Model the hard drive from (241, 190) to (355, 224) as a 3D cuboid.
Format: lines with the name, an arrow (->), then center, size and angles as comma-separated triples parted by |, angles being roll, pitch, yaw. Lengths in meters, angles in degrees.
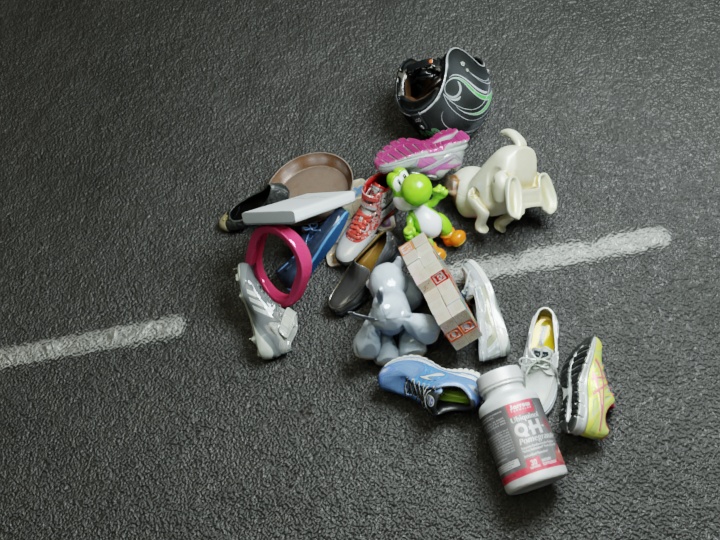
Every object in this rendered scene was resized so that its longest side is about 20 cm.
hard drive -> -0.118, -0.124, 1.626 | 0.131, 0.199, 0.027 | 1, 105, 35

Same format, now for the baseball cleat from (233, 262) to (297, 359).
baseball cleat -> -0.182, 0.072, 1.645 | 0.105, 0.070, 0.202 | -17, 85, 6

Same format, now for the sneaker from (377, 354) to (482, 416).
sneaker -> 0.124, 0.210, 1.492 | 0.198, 0.079, 0.089 | 6, 23, 17

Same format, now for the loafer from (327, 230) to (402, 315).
loafer -> 0.000, 0.000, 1.648 | 0.073, 0.072, 0.200 | 32, 79, 32

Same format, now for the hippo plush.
hippo plush -> 0.045, 0.072, 1.568 | 0.159, 0.199, 0.162 | -39, 34, 25

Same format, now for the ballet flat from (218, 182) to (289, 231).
ballet flat -> -0.234, -0.140, 1.760 | 0.199, 0.057, 0.067 | -26, 55, 32

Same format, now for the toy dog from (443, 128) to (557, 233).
toy dog -> 0.254, -0.165, 1.629 | 0.139, 0.199, 0.196 | -21, 96, -37

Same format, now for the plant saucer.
plant saucer -> -0.107, -0.169, 1.781 | 0.198, 0.035, 0.202 | -8, 55, 12

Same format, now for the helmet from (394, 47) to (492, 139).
helmet -> 0.184, -0.369, 1.742 | 0.199, 0.190, 0.202 | -16, 67, 42

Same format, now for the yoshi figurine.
yoshi figurine -> 0.126, -0.113, 1.608 | 0.111, 0.201, 0.113 | -25, 24, 30

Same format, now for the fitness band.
fitness band -> -0.163, -0.012, 1.630 | 0.144, 0.201, 0.037 | 43, 51, 17

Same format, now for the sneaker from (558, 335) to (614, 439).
sneaker -> 0.407, 0.210, 1.456 | 0.090, 0.078, 0.201 | 25, 57, -9

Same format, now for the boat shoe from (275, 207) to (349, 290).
boat shoe -> -0.103, -0.053, 1.673 | 0.068, 0.084, 0.201 | 38, 91, 13

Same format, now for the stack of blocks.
stack of blocks -> 0.147, 0.037, 1.535 | 0.058, 0.115, 0.201 | -31, 42, 8

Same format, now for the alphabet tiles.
alphabet tiles -> -0.029, -0.105, 1.751 | 0.198, 0.015, 0.197 | -15, 60, 5

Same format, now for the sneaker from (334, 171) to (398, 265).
sneaker -> 0.007, -0.112, 1.674 | 0.067, 0.108, 0.202 | 33, 74, 26

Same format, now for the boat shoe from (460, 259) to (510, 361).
boat shoe -> 0.226, 0.073, 1.564 | 0.064, 0.075, 0.204 | -16, 67, -1

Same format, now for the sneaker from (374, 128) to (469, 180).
sneaker -> 0.126, -0.217, 1.660 | 0.198, 0.089, 0.082 | -12, 35, -9

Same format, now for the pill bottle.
pill bottle -> 0.267, 0.270, 1.412 | 0.110, 0.111, 0.202 | -19, 68, 2

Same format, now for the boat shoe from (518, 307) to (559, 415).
boat shoe -> 0.325, 0.159, 1.484 | 0.074, 0.086, 0.204 | 8, 66, 18
